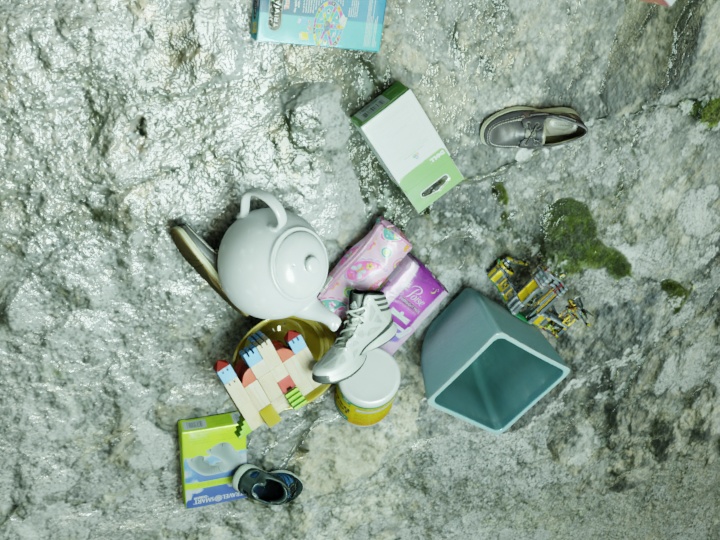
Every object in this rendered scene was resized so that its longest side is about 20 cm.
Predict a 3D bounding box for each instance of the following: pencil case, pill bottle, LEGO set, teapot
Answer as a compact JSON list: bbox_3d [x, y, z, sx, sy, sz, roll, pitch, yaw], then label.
[{"bbox_3d":[0.000,0.000,1.428,0.200,0.087,0.087,-46,122,7],"label":"pencil case"},{"bbox_3d":[0.008,0.222,1.481,0.113,0.113,0.200,-18,158,-13],"label":"pill bottle"},{"bbox_3d":[0.353,0.032,1.541,0.200,0.154,0.116,32,114,-26],"label":"LEGO set"},{"bbox_3d":[-0.124,-0.014,1.302,0.200,0.146,0.198,15,80,-42],"label":"teapot"}]

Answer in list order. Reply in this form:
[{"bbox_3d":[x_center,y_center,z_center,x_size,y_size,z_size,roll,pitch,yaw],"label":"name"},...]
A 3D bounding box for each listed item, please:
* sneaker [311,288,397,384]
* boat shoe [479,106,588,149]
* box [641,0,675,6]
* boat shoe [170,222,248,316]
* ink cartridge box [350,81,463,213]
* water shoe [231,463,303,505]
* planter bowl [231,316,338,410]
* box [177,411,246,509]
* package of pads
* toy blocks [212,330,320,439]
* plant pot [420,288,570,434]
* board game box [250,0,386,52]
[{"bbox_3d":[-0.022,0.099,1.361,0.200,0.076,0.115,-38,123,-39],"label":"sneaker"},{"bbox_3d":[0.313,-0.252,1.438,0.200,0.065,0.072,-7,118,-17],"label":"boat shoe"},{"bbox_3d":[0.422,-0.518,1.271,0.152,0.200,0.106,33,100,-30],"label":"box"},{"bbox_3d":[-0.237,-0.011,1.346,0.065,0.073,0.200,-47,122,-19],"label":"boat shoe"},{"bbox_3d":[0.081,-0.208,1.372,0.104,0.059,0.200,-38,122,0],"label":"ink cartridge box"},{"bbox_3d":[-0.165,0.427,1.545,0.200,0.079,0.072,30,86,-51],"label":"water shoe"},{"bbox_3d":[-0.140,0.146,1.445,0.200,0.083,0.201,-8,117,-16],"label":"planter bowl"},{"bbox_3d":[-0.278,0.368,1.522,0.122,0.048,0.200,-6,116,-18],"label":"box"},{"bbox_3d":[0.057,0.069,1.490,0.200,0.076,0.120,-47,124,6],"label":"package of pads"},{"bbox_3d":[-0.157,0.167,1.354,0.200,0.100,0.137,-33,113,-16],"label":"toy blocks"},{"bbox_3d":[0.229,0.149,1.513,0.196,0.200,0.196,27,117,-30],"label":"plant pot"},{"bbox_3d":[-0.059,-0.419,1.221,0.200,0.047,0.151,0,115,-21],"label":"board game box"}]
